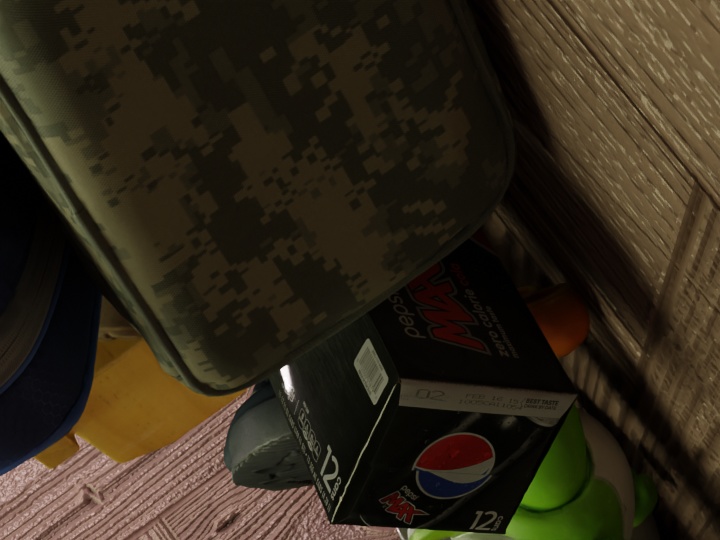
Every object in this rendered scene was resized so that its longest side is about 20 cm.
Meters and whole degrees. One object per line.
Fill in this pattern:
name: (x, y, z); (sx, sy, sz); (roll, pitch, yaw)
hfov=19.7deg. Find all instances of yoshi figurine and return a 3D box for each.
yoshi figurine: (0.100, 0.099, 0.772); (0.112, 0.112, 0.200); (-21, 92, 43)

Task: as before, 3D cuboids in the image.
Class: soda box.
soda box: (0.000, 0.000, 0.720); (0.063, 0.071, 0.200); (-66, 32, 31)

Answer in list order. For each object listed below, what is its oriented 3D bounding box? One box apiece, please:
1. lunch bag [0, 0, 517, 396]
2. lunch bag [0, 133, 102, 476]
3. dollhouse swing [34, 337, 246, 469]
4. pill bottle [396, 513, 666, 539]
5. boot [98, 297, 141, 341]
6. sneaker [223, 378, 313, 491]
lunch bag: (-0.063, -0.091, 0.626); (0.168, 0.139, 0.200); (45, 169, 44)
lunch bag: (-0.161, -0.001, 0.662); (0.200, 0.136, 0.132); (-95, -20, -63)
dollhouse swing: (-0.091, -0.027, 0.916); (0.182, 0.200, 0.176); (55, 178, 0)
pill bottle: (0.091, 0.155, 0.917); (0.112, 0.112, 0.200); (47, 170, 51)
boot: (-0.172, -0.054, 0.798); (0.072, 0.200, 0.166); (117, 151, -83)
sneaker: (-0.022, 0.041, 0.812); (0.200, 0.070, 0.082); (91, 168, -82)
